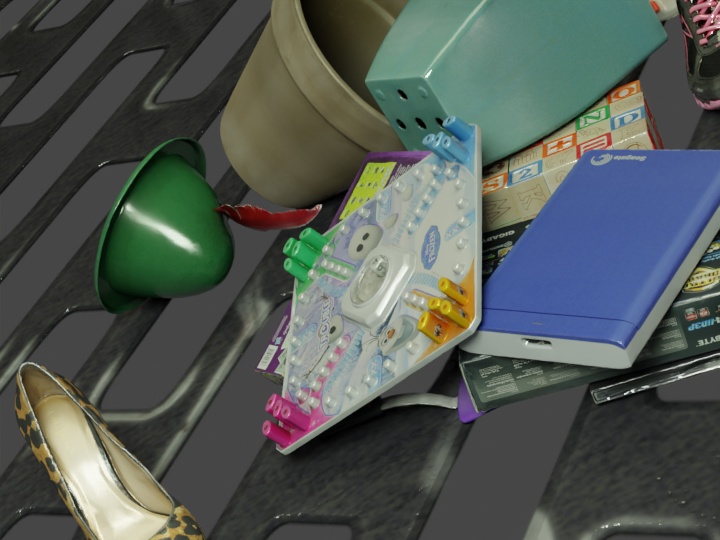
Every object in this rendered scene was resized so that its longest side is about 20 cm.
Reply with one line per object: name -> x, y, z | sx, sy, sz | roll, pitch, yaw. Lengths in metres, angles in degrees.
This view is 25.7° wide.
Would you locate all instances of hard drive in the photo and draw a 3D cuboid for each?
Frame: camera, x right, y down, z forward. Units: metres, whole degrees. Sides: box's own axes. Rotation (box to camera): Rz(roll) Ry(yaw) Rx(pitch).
hard drive -> 0.165, -0.014, 1.062 | 0.131, 0.026, 0.200 | 4, 41, 40

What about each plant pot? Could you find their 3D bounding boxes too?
plant pot -> -0.030, -0.151, 1.390 | 0.173, 0.200, 0.201 | -39, 19, 36
plant pot -> 0.112, -0.177, 1.268 | 0.200, 0.142, 0.141 | -45, 24, -21

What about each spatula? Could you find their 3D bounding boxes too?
spatula -> 0.031, 0.095, 1.127 | 0.198, 0.021, 0.057 | -15, 34, 16

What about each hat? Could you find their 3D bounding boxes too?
hat -> -0.112, -0.006, 1.336 | 0.175, 0.200, 0.167 | 24, 95, 15

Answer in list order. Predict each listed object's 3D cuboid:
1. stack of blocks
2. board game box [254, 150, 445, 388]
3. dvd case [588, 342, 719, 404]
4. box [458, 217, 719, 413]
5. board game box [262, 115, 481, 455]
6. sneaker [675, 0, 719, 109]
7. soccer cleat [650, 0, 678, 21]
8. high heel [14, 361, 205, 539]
stack of blocks -> 0.140, -0.070, 1.246 | 0.198, 0.059, 0.115 | -21, 22, 16
board game box -> 0.000, 0.000, 1.202 | 0.201, 0.032, 0.120 | -62, 24, -12
dvd case -> 0.227, 0.009, 1.118 | 0.147, 0.016, 0.201 | -18, 31, 14
box -> 0.166, 0.010, 1.097 | 0.198, 0.046, 0.160 | -17, 31, 13
board game box -> 0.007, 0.007, 1.129 | 0.199, 0.026, 0.201 | -36, 34, 34
sneaker -> 0.292, -0.210, 1.314 | 0.079, 0.096, 0.201 | -26, 29, 20
soccer cleat -> 0.312, -0.272, 1.442 | 0.199, 0.070, 0.077 | -21, -13, 32
high heel -> -0.179, 0.145, 1.095 | 0.071, 0.143, 0.200 | -36, 32, -17
